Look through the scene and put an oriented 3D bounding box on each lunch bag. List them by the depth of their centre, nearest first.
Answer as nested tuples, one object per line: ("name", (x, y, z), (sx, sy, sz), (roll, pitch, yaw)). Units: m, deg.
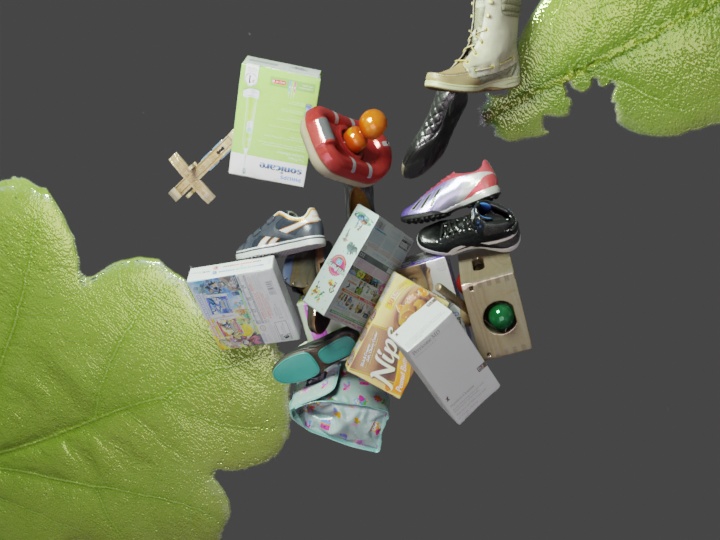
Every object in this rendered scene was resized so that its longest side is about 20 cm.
("lunch bag", (-0.041, 0.260, 1.579), (0.195, 0.171, 0.125), (13, 114, -1))

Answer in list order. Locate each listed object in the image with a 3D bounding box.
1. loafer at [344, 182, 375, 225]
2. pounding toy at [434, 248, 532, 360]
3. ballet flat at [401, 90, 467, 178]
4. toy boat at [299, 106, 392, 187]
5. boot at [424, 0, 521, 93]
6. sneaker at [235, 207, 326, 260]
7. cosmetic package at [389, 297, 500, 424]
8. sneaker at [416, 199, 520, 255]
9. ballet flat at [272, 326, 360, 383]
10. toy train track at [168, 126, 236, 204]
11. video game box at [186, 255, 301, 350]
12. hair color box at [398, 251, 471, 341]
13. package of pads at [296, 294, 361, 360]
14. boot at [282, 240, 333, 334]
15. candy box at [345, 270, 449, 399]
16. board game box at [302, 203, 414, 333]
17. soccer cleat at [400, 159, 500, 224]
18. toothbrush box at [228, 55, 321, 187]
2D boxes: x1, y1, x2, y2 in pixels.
("loafer", (0.003, -0.085, 1.491), (0.071, 0.073, 0.204), (-11, 111, 10))
("pounding toy", (0.227, 0.056, 1.448), (0.139, 0.201, 0.188), (-15, 109, 11))
("ballet flat", (0.133, -0.256, 1.429), (0.065, 0.057, 0.202), (11, 122, -37))
("toy boat", (-0.005, -0.233, 1.368), (0.129, 0.198, 0.133), (-32, 69, 28))
("boot", (0.193, -0.384, 1.315), (0.196, 0.072, 0.159), (-12, 113, -28))
("sneaker", (-0.158, -0.069, 1.517), (0.196, 0.078, 0.082), (-12, 83, 23))
("cosmetic package", (0.154, 0.163, 1.402), (0.112, 0.081, 0.201), (-41, 120, -6))
("sneaker", (0.194, -0.087, 1.432), (0.195, 0.075, 0.112), (-2, 151, 15))
("ballet flat", (-0.082, 0.164, 1.530), (0.196, 0.069, 0.069), (-23, 110, 17))
("toy train track", (-0.302, -0.202, 1.505), (0.199, 0.033, 0.115), (-39, 102, 18))
("video game box", (-0.230, 0.069, 1.564), (0.177, 0.047, 0.203), (-10, 130, 8))
("hair color box", (0.144, 0.066, 1.539), (0.107, 0.065, 0.204), (-14, 108, 14))
("package of pads", (-0.019, 0.097, 1.569), (0.195, 0.068, 0.158), (-11, 111, 10))
("boot", (-0.104, 0.040, 1.504), (0.095, 0.204, 0.075), (-10, 141, 20))
("candy box", (0.067, 0.119, 1.443), (0.114, 0.055, 0.203), (27, 94, -8))
("board game box", (0.000, 0.000, 1.428), (0.064, 0.147, 0.203), (29, 90, 35))
("soccer cleat", (0.163, -0.142, 1.461), (0.196, 0.068, 0.075), (-18, 84, 19))
("toothbrush box", (-0.156, -0.272, 1.423), (0.142, 0.086, 0.205), (9, 112, -5))
